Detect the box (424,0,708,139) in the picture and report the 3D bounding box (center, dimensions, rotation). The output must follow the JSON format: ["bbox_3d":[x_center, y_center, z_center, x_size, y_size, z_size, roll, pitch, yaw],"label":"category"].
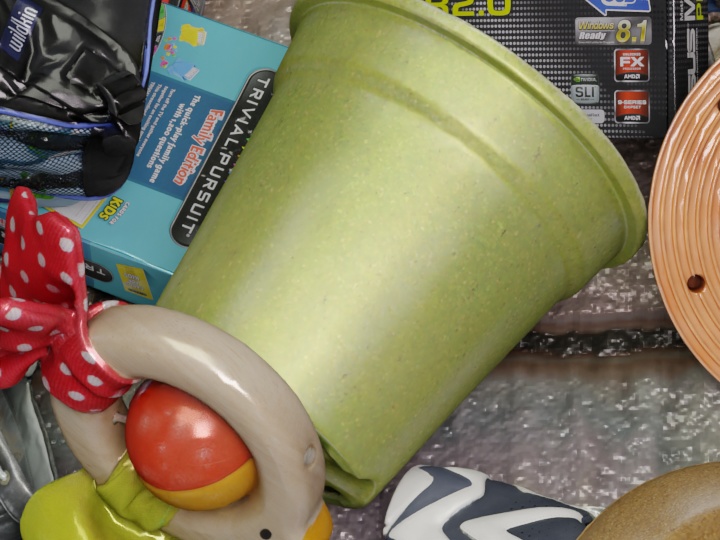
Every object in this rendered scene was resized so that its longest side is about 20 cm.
[{"bbox_3d":[0.074,-0.147,1.357,0.199,0.044,0.161,3,98,31],"label":"box"}]

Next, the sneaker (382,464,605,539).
[{"bbox_3d":[0.061,0.176,1.189,0.129,0.080,0.200,2,45,24],"label":"sneaker"}]

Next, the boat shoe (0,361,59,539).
[{"bbox_3d":[-0.185,0.048,1.334,0.071,0.072,0.201,-31,61,21],"label":"boat shoe"}]

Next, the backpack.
[{"bbox_3d":[-0.198,-0.124,1.320,0.199,0.147,0.184,9,61,-6],"label":"backpack"}]

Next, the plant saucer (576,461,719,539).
[{"bbox_3d":[0.174,0.169,1.149,0.199,0.035,0.201,4,66,-9],"label":"plant saucer"}]

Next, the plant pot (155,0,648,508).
[{"bbox_3d":[0.000,0.000,1.266,0.200,0.201,0.184,27,70,28],"label":"plant pot"}]

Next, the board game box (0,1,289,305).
[{"bbox_3d":[-0.135,-0.071,1.406,0.199,0.047,0.151,21,61,10],"label":"board game box"}]

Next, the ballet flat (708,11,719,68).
[{"bbox_3d":[0.236,-0.068,1.332,0.200,0.071,0.069,33,62,29],"label":"ballet flat"}]

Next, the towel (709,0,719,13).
[{"bbox_3d":[0.093,-0.157,1.443,0.112,0.049,0.200,-37,55,-15],"label":"towel"}]

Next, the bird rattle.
[{"bbox_3d":[-0.089,0.059,1.184,0.162,0.201,0.113,7,34,29],"label":"bird rattle"}]

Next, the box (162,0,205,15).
[{"bbox_3d":[-0.176,-0.188,1.529,0.199,0.040,0.137,3,57,14],"label":"box"}]

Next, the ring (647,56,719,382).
[{"bbox_3d":[0.230,-0.025,1.261,0.199,0.019,0.201,0,98,-3],"label":"ring"}]
